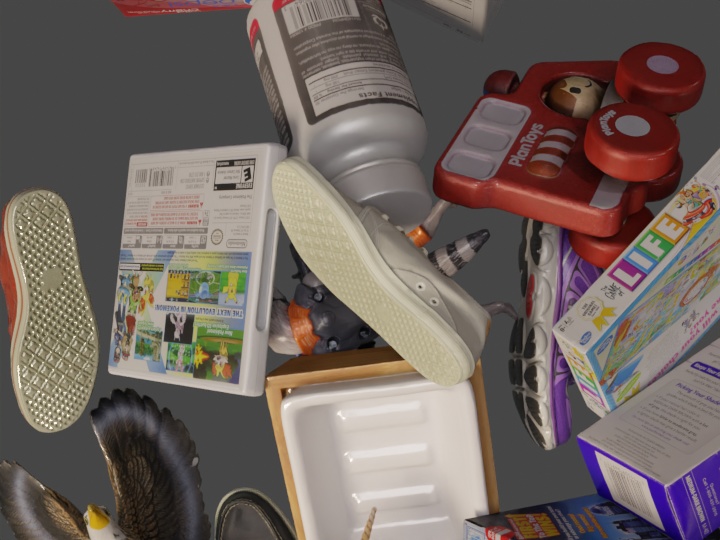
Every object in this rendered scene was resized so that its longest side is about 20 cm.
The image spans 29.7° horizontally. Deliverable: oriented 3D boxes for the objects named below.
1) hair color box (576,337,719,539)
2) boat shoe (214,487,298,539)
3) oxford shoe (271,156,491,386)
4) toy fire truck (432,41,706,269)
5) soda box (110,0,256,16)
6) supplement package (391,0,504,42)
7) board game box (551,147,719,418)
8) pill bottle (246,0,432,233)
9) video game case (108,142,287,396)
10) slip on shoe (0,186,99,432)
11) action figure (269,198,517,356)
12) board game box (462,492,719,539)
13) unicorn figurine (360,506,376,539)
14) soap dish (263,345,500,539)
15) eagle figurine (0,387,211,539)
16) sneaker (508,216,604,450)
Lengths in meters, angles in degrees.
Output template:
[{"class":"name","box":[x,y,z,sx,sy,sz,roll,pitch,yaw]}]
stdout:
[{"class":"hair color box","box":[0.274,0.110,1.002,0.200,0.109,0.065,-32,115,-16]},{"class":"boat shoe","box":[-0.075,0.272,1.071,0.074,0.066,0.200,-10,86,4]},{"class":"oxford shoe","box":[0.015,-0.005,0.953,0.200,0.075,0.058,45,58,7]},{"class":"toy fire truck","box":[0.161,-0.103,1.034,0.168,0.112,0.200,18,46,15]},{"class":"soda box","box":[-0.104,-0.252,1.106,0.199,0.063,0.070,-3,86,4]},{"class":"supplement package","box":[0.068,-0.271,1.026,0.120,0.200,0.121,27,88,5]},{"class":"board game box","box":[0.235,0.012,1.018,0.200,0.135,0.034,-46,54,-9]},{"class":"pill bottle","box":[-0.012,-0.123,1.040,0.110,0.111,0.200,-18,66,3]},{"class":"video game case","box":[-0.129,-0.003,1.047,0.022,0.200,0.183,8,86,-40]},{"class":"slip on shoe","box":[-0.258,0.032,1.106,0.074,0.061,0.201,-10,99,-28]},{"class":"action figure","box":[0.000,0.000,1.067,0.193,0.105,0.200,-25,86,-7]},{"class":"board game box","box":[0.181,0.219,0.969,0.199,0.200,0.062,-3,105,-8]},{"class":"unicorn figurine","box":[-0.029,0.293,0.988,0.200,0.074,0.138,-34,108,2]},{"class":"soap dish","box":[0.022,0.146,1.030,0.157,0.081,0.200,-8,118,4]},{"class":"eagle figurine","box":[-0.192,0.210,1.064,0.151,0.200,0.151,1,126,-28]},{"class":"sneaker","box":[0.166,0.042,1.066,0.083,0.081,0.201,6,90,-8]}]
